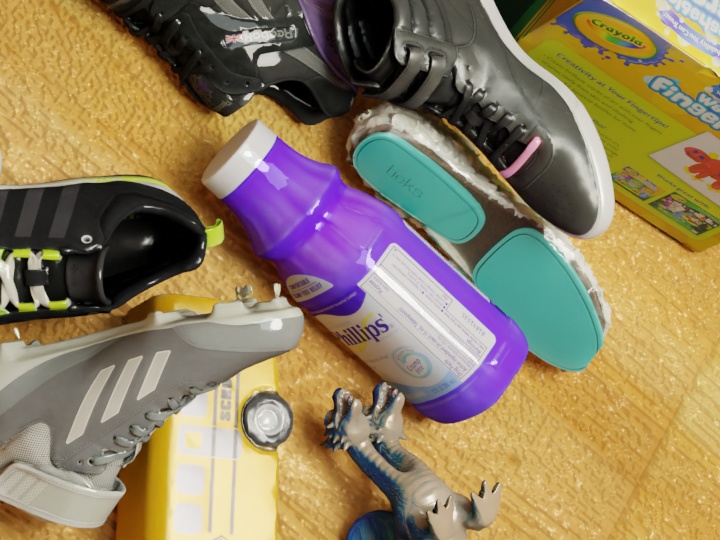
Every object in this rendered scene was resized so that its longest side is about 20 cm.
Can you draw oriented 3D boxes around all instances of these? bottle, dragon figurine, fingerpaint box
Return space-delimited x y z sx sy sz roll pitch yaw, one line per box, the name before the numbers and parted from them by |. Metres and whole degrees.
bottle | 0.000 0.000 1.327 0.200 0.083 0.065 43 64 -14
dragon figurine | 0.032 0.157 1.322 0.059 0.099 0.201 -20 107 -31
fingerpaint box | 0.178 -0.108 1.395 0.200 0.167 0.074 31 63 -17

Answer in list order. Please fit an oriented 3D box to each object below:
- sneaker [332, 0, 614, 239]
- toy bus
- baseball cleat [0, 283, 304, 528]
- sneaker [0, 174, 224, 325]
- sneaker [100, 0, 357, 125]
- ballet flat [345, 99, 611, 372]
sneaker | 0.054 -0.091 1.319 0.099 0.071 0.200 -22 74 -45
toy bus | -0.084 0.118 1.267 0.078 0.065 0.201 8 75 -25
baseball cleat | -0.114 0.072 1.216 0.070 0.199 0.107 -6 85 -68
sneaker | -0.163 -0.009 1.232 0.199 0.083 0.072 -18 114 -30
sneaker | -0.084 -0.134 1.322 0.199 0.076 0.088 12 79 -25
ballet flat | 0.076 -0.030 1.388 0.200 0.072 0.072 46 63 -13
